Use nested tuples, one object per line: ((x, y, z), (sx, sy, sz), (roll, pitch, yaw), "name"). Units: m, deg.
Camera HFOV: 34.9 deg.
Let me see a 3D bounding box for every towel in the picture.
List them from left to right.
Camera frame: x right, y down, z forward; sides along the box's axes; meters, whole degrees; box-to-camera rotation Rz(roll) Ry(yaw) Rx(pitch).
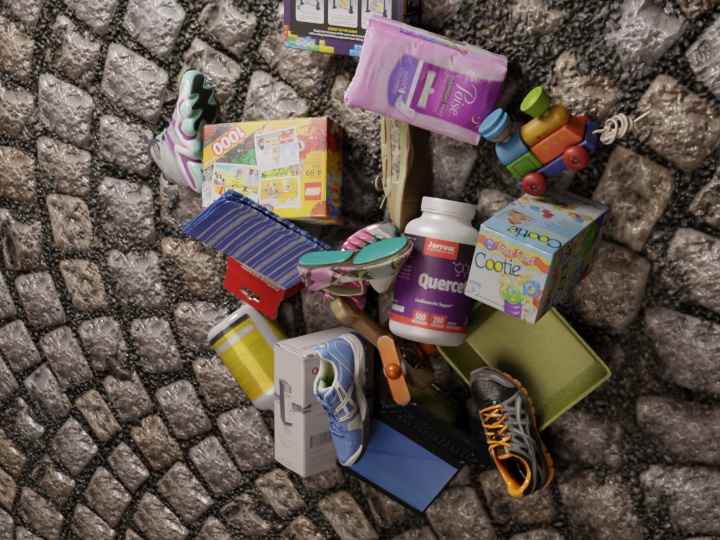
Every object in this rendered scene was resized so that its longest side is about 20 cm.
((-0.150, -0.041, 1.688), (0.200, 0.024, 0.145), (30, 143, -25), "towel")
((0.067, 0.239, 1.820), (0.143, 0.023, 0.200), (37, 125, 14), "towel")

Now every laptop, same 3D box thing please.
((0.088, 0.289, 1.730), (0.177, 0.104, 0.200), (33, 160, -16), "laptop")

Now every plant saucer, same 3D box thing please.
((0.237, 0.118, 1.644), (0.200, 0.048, 0.200), (49, 126, 7), "plant saucer")

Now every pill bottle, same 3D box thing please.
((-0.152, 0.155, 1.872), (0.112, 0.112, 0.200), (-38, 86, 37), "pill bottle")
((0.109, 0.001, 1.618), (0.112, 0.112, 0.201), (11, 94, 29), "pill bottle")

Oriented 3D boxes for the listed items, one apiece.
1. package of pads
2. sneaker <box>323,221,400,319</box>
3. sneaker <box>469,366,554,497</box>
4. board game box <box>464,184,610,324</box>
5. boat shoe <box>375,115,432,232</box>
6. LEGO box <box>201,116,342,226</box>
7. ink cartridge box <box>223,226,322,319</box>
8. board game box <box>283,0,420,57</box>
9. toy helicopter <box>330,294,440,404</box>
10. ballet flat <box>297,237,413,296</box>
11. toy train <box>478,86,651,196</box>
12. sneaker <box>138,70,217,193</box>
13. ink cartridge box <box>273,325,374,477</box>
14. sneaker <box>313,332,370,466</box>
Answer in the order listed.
((0.087, -0.253, 1.529), (0.199, 0.076, 0.121), (18, 117, -2), "package of pads")
((0.013, -0.010, 1.704), (0.079, 0.095, 0.200), (41, 134, 9), "sneaker")
((0.209, 0.231, 1.630), (0.078, 0.077, 0.201), (-27, 92, 39), "sneaker")
((0.232, -0.027, 1.492), (0.105, 0.200, 0.103), (24, 120, 23), "board game box")
((0.060, -0.156, 1.639), (0.062, 0.073, 0.201), (12, 104, 35), "boat shoe")
((-0.130, -0.143, 1.700), (0.199, 0.077, 0.150), (-2, 83, 19), "LEGO box")
((-0.137, -0.037, 1.812), (0.116, 0.067, 0.201), (31, 123, 19), "ink cartridge box")
((-0.013, -0.386, 1.597), (0.199, 0.057, 0.166), (14, 114, 28), "board game box")
((0.033, 0.109, 1.671), (0.200, 0.132, 0.079), (39, 119, -22), "toy helicopter")
((0.000, 0.000, 1.615), (0.199, 0.069, 0.071), (-9, 115, 35), "ballet flat")
((0.255, -0.191, 1.460), (0.116, 0.085, 0.200), (41, 131, -20), "toy train")
((-0.300, -0.223, 1.836), (0.139, 0.078, 0.201), (10, 113, 29), "sneaker")
((-0.057, 0.201, 1.789), (0.085, 0.145, 0.201), (21, 115, 47), "ink cartridge box")
((-0.034, 0.195, 1.709), (0.076, 0.077, 0.201), (5, 101, 55), "sneaker")
